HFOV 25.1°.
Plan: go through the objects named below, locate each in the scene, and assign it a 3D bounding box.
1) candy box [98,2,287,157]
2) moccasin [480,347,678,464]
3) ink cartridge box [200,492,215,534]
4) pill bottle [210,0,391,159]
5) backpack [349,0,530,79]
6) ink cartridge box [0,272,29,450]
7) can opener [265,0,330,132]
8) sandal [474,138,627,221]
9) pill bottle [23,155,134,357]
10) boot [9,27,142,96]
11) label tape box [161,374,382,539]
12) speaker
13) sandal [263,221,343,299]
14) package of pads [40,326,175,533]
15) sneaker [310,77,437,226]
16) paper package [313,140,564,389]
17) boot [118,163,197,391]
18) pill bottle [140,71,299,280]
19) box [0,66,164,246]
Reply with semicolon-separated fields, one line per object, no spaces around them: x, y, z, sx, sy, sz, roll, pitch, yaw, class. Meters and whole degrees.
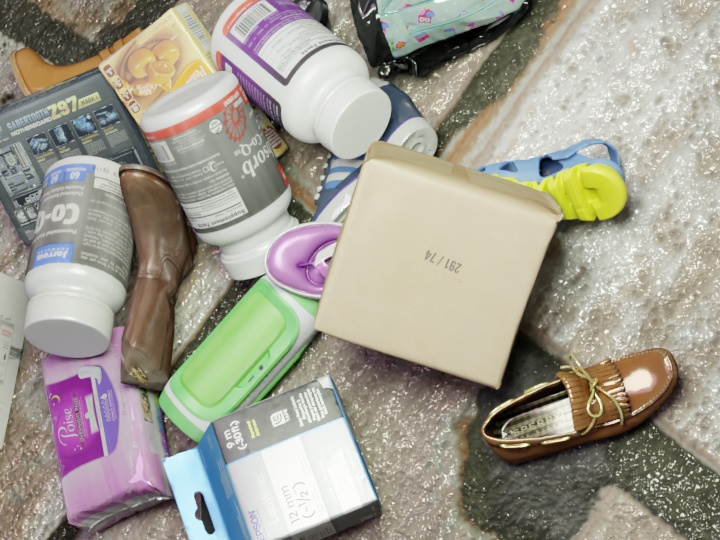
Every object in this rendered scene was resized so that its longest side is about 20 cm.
-0.186;-0.182;1.804;0.115;0.055;0.201;-33;95;23;candy box
0.211;0.125;1.564;0.199;0.078;0.074;-18;65;19;moccasin
-0.120;0.279;1.695;0.094;0.037;0.202;-11;70;21;ink cartridge box
-0.060;-0.205;1.709;0.112;0.111;0.200;-49;58;2;pill bottle
0.087;-0.316;1.746;0.198;0.127;0.168;-16;58;13;backpack
-0.481;0.102;1.898;0.145;0.083;0.202;0;73;26;ink cartridge box
-0.094;-0.221;1.840;0.063;0.079;0.201;30;96;18;can opener
0.190;-0.088;1.661;0.198;0.080;0.087;-3;36;31;sandal
-0.308;-0.014;1.778;0.113;0.114;0.202;-9;58;22;pill bottle
-0.321;-0.239;1.941;0.155;0.077;0.200;-46;64;9;boot
-0.094;0.213;1.650;0.198;0.066;0.144;-21;69;-4;label tape box
-0.124;0.090;1.733;0.200;0.088;0.088;-47;60;4;speaker
0.001;-0.008;1.676;0.200;0.050;0.084;8;82;-5;sandal
-0.278;0.176;1.781;0.119;0.076;0.202;-23;64;15;package of pads
-0.015;-0.117;1.765;0.201;0.080;0.147;-51;48;8;sneaker
0.074;-0.008;1.588;0.198;0.104;0.193;18;105;-2;paper package
-0.232;0.012;1.736;0.063;0.187;0.202;0;58;20;boot
-0.142;-0.100;1.723;0.115;0.201;0.116;-23;19;9;pill bottle
-0.339;-0.135;1.880;0.198;0.159;0.051;-20;20;18;box
